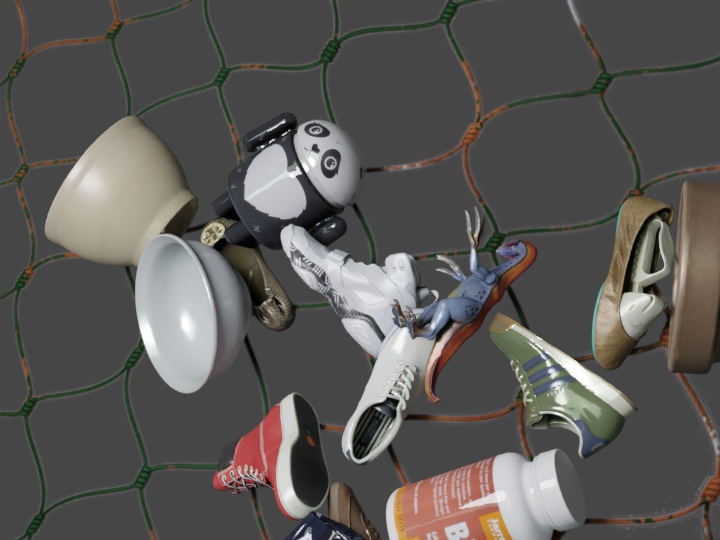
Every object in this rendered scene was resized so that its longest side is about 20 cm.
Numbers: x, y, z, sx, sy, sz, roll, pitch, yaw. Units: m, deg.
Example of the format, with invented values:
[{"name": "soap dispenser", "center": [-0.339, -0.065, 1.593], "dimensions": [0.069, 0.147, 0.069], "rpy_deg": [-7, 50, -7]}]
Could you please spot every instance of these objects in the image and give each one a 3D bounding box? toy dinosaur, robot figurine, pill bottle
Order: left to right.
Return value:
[{"name": "robot figurine", "center": [-0.088, -0.104, 1.762], "dimensions": [0.200, 0.150, 0.125], "rpy_deg": [-31, 23, 17]}, {"name": "toy dinosaur", "center": [0.128, 0.033, 1.610], "dimensions": [0.181, 0.105, 0.201], "rpy_deg": [-14, 89, -14]}, {"name": "pill bottle", "center": [0.137, 0.264, 1.524], "dimensions": [0.199, 0.112, 0.113], "rpy_deg": [-22, 64, 22]}]

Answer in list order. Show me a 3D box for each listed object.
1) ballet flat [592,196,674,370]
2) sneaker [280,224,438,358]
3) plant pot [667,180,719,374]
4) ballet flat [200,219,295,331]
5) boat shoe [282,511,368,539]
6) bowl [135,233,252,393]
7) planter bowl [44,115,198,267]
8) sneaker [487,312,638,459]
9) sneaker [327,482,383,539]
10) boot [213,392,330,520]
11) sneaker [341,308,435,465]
[{"name": "ballet flat", "center": [0.307, 0.011, 1.539], "dimensions": [0.072, 0.068, 0.201], "rpy_deg": [-3, 66, 51]}, {"name": "sneaker", "center": [0.000, 0.000, 1.692], "dimensions": [0.115, 0.075, 0.200], "rpy_deg": [-41, 83, 5]}, {"name": "plant pot", "center": [0.408, 0.015, 1.432], "dimensions": [0.174, 0.200, 0.201], "rpy_deg": [6, 76, 11]}, {"name": "ballet flat", "center": [-0.151, 0.001, 1.809], "dimensions": [0.067, 0.046, 0.200], "rpy_deg": [-43, 59, 9]}, {"name": "boat shoe", "center": [-0.069, 0.361, 1.552], "dimensions": [0.093, 0.075, 0.200], "rpy_deg": [37, 88, 20]}, {"name": "bowl", "center": [-0.199, 0.048, 1.772], "dimensions": [0.201, 0.090, 0.202], "rpy_deg": [19, 113, 51]}, {"name": "planter bowl", "center": [-0.300, -0.084, 1.850], "dimensions": [0.135, 0.200, 0.201], "rpy_deg": [36, 93, 7]}, {"name": "sneaker", "center": [0.203, 0.132, 1.557], "dimensions": [0.200, 0.067, 0.090], "rpy_deg": [35, 88, 30]}, {"name": "sneaker", "center": [0.014, 0.337, 1.607], "dimensions": [0.075, 0.070, 0.201], "rpy_deg": [-14, 70, 4]}, {"name": "boot", "center": [-0.113, 0.249, 1.659], "dimensions": [0.144, 0.072, 0.200], "rpy_deg": [-37, 26, 15]}, {"name": "sneaker", "center": [0.042, 0.141, 1.631], "dimensions": [0.073, 0.071, 0.201], "rpy_deg": [24, 94, -7]}]
